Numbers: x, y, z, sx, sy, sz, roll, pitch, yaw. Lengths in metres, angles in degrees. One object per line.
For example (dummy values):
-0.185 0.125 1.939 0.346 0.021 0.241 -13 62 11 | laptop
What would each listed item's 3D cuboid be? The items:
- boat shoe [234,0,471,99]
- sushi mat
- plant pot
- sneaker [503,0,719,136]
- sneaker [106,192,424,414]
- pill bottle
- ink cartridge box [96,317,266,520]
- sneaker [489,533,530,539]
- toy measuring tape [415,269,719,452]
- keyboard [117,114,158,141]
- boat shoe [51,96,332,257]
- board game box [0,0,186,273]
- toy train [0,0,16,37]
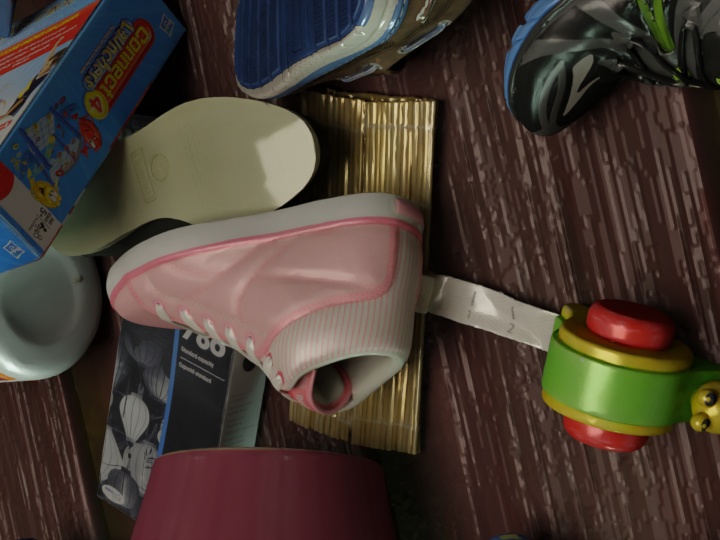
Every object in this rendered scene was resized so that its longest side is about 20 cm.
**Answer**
-0.008 -0.126 0.806 0.200 0.072 0.072 -177 88 -65 | boat shoe
0.000 0.000 0.865 0.096 0.012 0.200 12 105 36 | sushi mat
-0.053 0.192 0.833 0.200 0.200 0.179 -10 71 40 | plant pot
0.145 -0.108 0.691 0.199 0.071 0.083 -27 74 36 | sneaker
-0.056 0.029 0.833 0.200 0.075 0.105 -12 69 29 | sneaker
-0.274 0.023 1.032 0.200 0.109 0.110 -7 93 40 | pill bottle
-0.105 0.066 0.947 0.099 0.039 0.200 23 111 35 | ink cartridge box
0.082 0.228 0.810 0.077 0.076 0.200 -99 13 -61 | sneaker
0.091 0.039 0.756 0.200 0.074 0.074 20 110 33 | toy measuring tape
-0.125 -0.066 0.954 0.200 0.011 0.056 12 96 38 | keyboard
-0.094 -0.052 0.885 0.201 0.063 0.074 -14 84 36 | boat shoe
-0.223 -0.073 0.925 0.200 0.196 0.056 -16 127 40 | board game box
-0.233 -0.244 0.937 0.114 0.087 0.200 129 147 -65 | toy train
